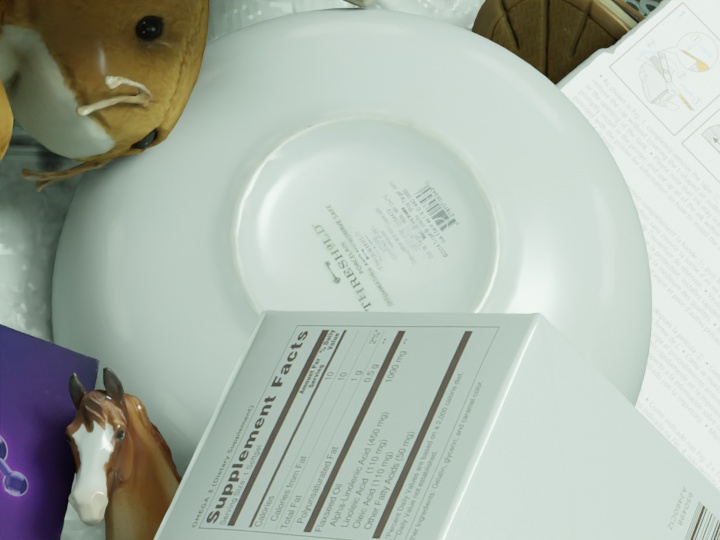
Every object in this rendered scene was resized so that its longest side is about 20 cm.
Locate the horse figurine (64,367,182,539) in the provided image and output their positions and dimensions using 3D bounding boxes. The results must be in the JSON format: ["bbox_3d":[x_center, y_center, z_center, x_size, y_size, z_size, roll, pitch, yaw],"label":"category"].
[{"bbox_3d":[-0.034,0.129,0.883,0.200,0.050,0.133,33,49,-41],"label":"horse figurine"}]

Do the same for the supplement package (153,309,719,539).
[{"bbox_3d":[0.038,0.128,0.830,0.200,0.111,0.156,44,60,-37],"label":"supplement package"}]

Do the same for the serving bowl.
[{"bbox_3d":[0.000,0.000,0.937,0.200,0.066,0.200,1,71,-4],"label":"serving bowl"}]

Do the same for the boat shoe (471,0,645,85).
[{"bbox_3d":[0.126,-0.035,1.064,0.200,0.072,0.072,44,21,6],"label":"boat shoe"}]

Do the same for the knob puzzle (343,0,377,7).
[{"bbox_3d":[-0.023,-0.201,1.022,0.220,0.030,0.220,-5,66,12],"label":"knob puzzle"}]

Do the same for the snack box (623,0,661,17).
[{"bbox_3d":[0.180,-0.099,1.152,0.200,0.037,0.116,40,53,-5],"label":"snack box"}]

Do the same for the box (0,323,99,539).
[{"bbox_3d":[-0.169,0.101,0.831,0.141,0.079,0.200,20,57,-16],"label":"box"}]

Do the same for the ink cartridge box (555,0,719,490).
[{"bbox_3d":[0.112,0.004,1.005,0.200,0.050,0.161,-41,82,-17],"label":"ink cartridge box"}]

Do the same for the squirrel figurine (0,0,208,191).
[{"bbox_3d":[-0.144,-0.105,0.907,0.187,0.142,0.200,-8,62,-24],"label":"squirrel figurine"}]
